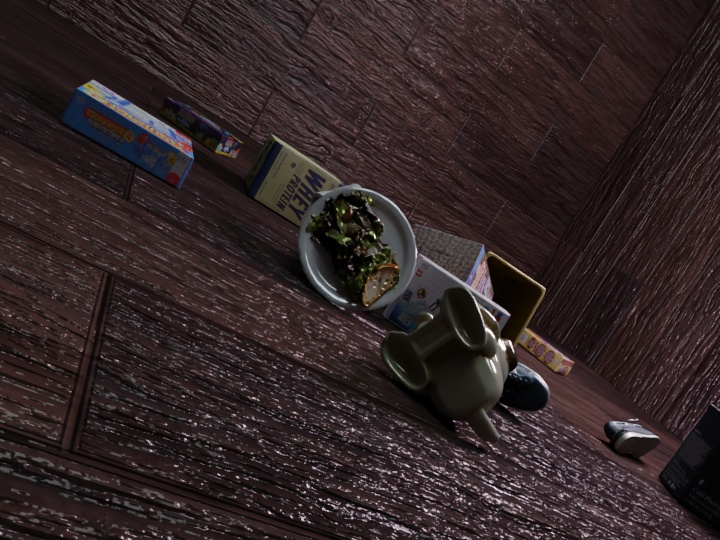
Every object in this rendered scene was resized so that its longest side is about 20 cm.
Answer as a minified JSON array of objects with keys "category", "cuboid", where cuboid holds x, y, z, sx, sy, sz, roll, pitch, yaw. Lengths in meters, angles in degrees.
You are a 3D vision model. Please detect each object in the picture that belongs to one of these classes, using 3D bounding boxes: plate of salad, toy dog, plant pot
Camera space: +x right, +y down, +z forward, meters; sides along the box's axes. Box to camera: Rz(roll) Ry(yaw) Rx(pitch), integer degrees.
[{"category":"plate of salad","cuboid":[-0.001,-0.040,0.949,0.197,0.203,0.048,32,-21,-2]},{"category":"toy dog","cuboid":[0.147,0.119,0.809,0.195,0.140,0.199,50,14,19]},{"category":"plant pot","cuboid":[0.345,0.078,1.654,0.191,0.199,0.200,31,-1,-8]}]

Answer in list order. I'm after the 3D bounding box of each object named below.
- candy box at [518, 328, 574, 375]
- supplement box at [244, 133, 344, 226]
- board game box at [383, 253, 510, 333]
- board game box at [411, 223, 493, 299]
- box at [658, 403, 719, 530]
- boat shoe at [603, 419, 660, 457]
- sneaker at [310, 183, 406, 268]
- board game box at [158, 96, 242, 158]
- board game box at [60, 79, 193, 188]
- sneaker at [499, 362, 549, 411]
[{"category":"candy box","cuboid":[0.604,0.264,2.023,0.199,0.057,0.115,39,10,39]},{"category":"supplement box","cuboid":[-0.160,-0.207,1.448,0.197,0.136,0.200,30,8,-20]},{"category":"board game box","cuboid":[0.153,0.078,1.078,0.197,0.128,0.035,32,8,-11]},{"category":"board game box","cuboid":[0.179,0.019,1.259,0.156,0.098,0.201,20,-23,28]},{"category":"box","cuboid":[0.770,0.427,1.249,0.197,0.200,0.124,32,8,4]},{"category":"boat shoe","cuboid":[0.607,0.375,1.359,0.196,0.076,0.062,15,28,-39]},{"category":"sneaker","cuboid":[-0.011,-0.058,1.018,0.113,0.075,0.202,-13,56,-38]},{"category":"board game box","cuboid":[-0.449,-0.404,1.722,0.197,0.058,0.165,34,7,3]},{"category":"board game box","cuboid":[-0.380,-0.233,1.016,0.197,0.057,0.196,30,9,-25]},{"category":"sneaker","cuboid":[0.215,0.172,0.990,0.196,0.077,0.084,26,5,14]}]
